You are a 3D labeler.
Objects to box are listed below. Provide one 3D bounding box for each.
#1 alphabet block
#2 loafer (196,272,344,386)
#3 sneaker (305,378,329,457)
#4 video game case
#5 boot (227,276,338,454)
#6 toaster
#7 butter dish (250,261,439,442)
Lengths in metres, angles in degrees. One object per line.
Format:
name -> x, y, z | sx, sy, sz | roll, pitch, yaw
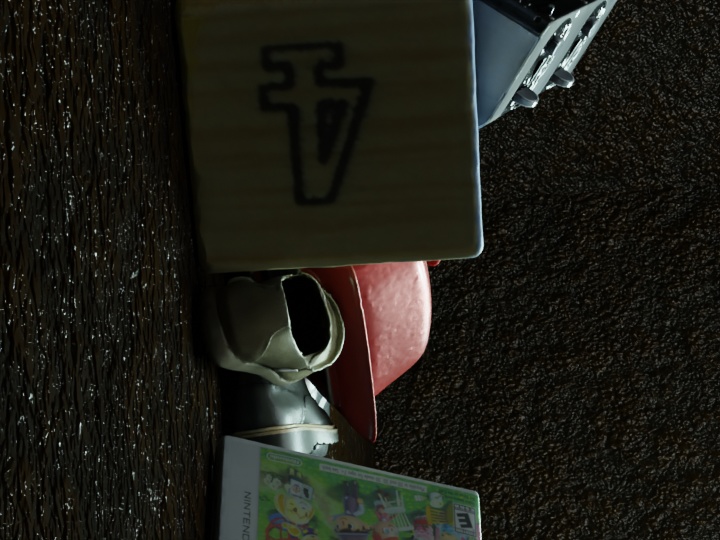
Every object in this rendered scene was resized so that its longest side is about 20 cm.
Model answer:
alphabet block -> -0.017, -0.123, 1.303 | 0.196, 0.198, 0.198 | -81, 168, -72
loafer -> -0.048, 0.041, 1.304 | 0.200, 0.067, 0.077 | 1, 78, -70
sneaker -> -0.056, 0.106, 1.667 | 0.200, 0.072, 0.113 | -67, 158, -65
video game case -> -0.008, 0.210, 1.256 | 0.022, 0.198, 0.183 | 120, -22, -44
boot -> -0.065, 0.074, 1.443 | 0.200, 0.077, 0.140 | 33, 49, -88
toaster -> 0.084, -0.215, 1.467 | 0.181, 0.199, 0.119 | -33, 153, -59
butter dish -> 0.000, 0.000, 1.504 | 0.200, 0.147, 0.201 | 46, -27, 44
